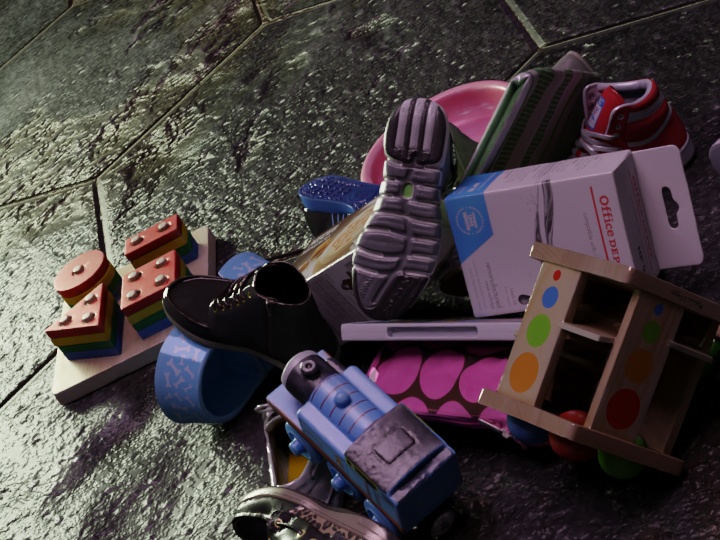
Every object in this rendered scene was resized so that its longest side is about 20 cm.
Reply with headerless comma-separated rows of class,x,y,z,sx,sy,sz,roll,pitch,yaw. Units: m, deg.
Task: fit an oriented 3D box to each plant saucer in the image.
plant saucer,0.098,-0.123,1.969,0.200,0.051,0.201,-24,31,16

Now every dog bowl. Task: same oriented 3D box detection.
dog bowl,-0.126,0.071,1.846,0.050,0.112,0.200,13,51,34

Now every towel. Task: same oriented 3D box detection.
towel,0.161,-0.121,1.745,0.023,0.200,0.153,31,106,23

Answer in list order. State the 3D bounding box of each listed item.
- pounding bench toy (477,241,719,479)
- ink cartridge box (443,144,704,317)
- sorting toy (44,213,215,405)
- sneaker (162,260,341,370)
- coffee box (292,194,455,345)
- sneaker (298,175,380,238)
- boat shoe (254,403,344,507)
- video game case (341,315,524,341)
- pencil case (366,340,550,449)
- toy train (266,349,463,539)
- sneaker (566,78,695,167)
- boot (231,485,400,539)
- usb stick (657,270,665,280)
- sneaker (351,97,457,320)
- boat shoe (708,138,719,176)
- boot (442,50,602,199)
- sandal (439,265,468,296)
pounding bench toy,0.222,0.088,1.484,0.124,0.200,0.156,18,88,56
ink cartridge box,0.185,-0.034,1.604,0.200,0.116,0.067,-9,15,27
sorting toy,-0.265,0.030,2.070,0.199,0.070,0.200,-26,31,12
sneaker,-0.111,0.023,1.744,0.200,0.106,0.075,18,54,28
coffee box,0.000,0.000,1.781,0.114,0.080,0.200,-52,12,-33
sneaker,0.012,-0.042,1.904,0.070,0.078,0.200,-32,30,-24
boat shoe,-0.061,0.145,1.690,0.075,0.086,0.202,-22,32,17
video game case,0.104,0.051,1.643,0.200,0.018,0.143,-1,1,37
pencil case,0.092,0.107,1.605,0.200,0.091,0.094,0,50,47
toy train,0.004,0.143,1.559,0.087,0.114,0.200,-38,59,-17
sneaker,0.217,-0.105,1.765,0.200,0.113,0.071,-36,33,-5
boot,-0.068,0.265,1.542,0.200,0.073,0.151,10,51,43
usb stick,0.245,0.001,1.665,0.055,0.033,0.200,-21,32,14
sneaker,0.052,-0.053,1.667,0.075,0.200,0.115,15,5,14
boat shoe,0.405,-0.095,1.630,0.200,0.074,0.065,16,50,41
boot,0.156,-0.144,1.832,0.200,0.182,0.073,-43,50,-10
sandal,0.162,-0.040,1.720,0.212,0.078,0.070,-24,59,38
